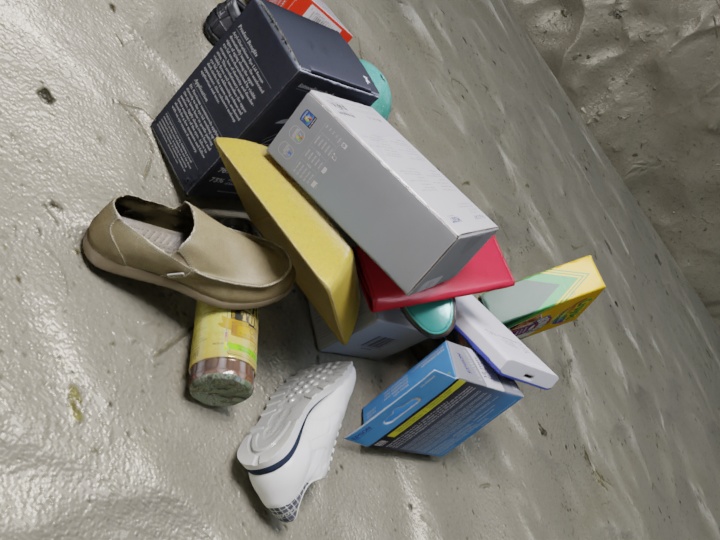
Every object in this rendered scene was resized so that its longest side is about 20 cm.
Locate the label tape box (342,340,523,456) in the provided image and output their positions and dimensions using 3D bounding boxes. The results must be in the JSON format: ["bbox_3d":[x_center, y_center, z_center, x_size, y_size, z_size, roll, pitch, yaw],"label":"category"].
[{"bbox_3d":[0.082,0.152,0.875,0.200,0.143,0.066,24,32,-46],"label":"label tape box"}]

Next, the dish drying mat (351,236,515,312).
[{"bbox_3d":[0.083,-0.003,0.817,0.199,0.018,0.077,-8,67,-33],"label":"dish drying mat"}]

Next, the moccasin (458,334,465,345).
[{"bbox_3d":[0.122,0.034,1.124,0.078,0.074,0.202,17,41,-40],"label":"moccasin"}]

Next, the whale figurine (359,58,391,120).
[{"bbox_3d":[0.008,-0.289,1.181,0.159,0.104,0.200,55,30,-9],"label":"whale figurine"}]

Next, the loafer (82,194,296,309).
[{"bbox_3d":[-0.151,-0.018,0.679,0.199,0.068,0.076,10,49,-20],"label":"loafer"}]

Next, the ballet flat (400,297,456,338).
[{"bbox_3d":[0.052,-0.010,0.861,0.073,0.073,0.201,-9,68,-58],"label":"ballet flat"}]

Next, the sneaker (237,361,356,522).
[{"bbox_3d":[-0.054,0.164,0.755,0.081,0.076,0.200,65,33,-16],"label":"sneaker"}]

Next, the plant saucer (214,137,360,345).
[{"bbox_3d":[-0.062,-0.033,0.767,0.200,0.048,0.200,52,-11,18],"label":"plant saucer"}]

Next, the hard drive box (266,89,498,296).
[{"bbox_3d":[0.028,-0.080,0.737,0.200,0.077,0.156,46,21,14],"label":"hard drive box"}]

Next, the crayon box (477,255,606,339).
[{"bbox_3d":[0.263,0.058,1.128,0.200,0.172,0.058,78,-6,-73],"label":"crayon box"}]

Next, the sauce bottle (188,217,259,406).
[{"bbox_3d":[-0.133,0.033,0.737,0.065,0.065,0.201,32,41,-39],"label":"sauce bottle"}]

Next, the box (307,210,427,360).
[{"bbox_3d":[0.000,0.000,0.934,0.124,0.097,0.201,18,51,-49],"label":"box"}]

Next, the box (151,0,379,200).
[{"bbox_3d":[-0.105,-0.177,0.810,0.148,0.200,0.105,0,54,-57],"label":"box"}]

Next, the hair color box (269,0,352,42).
[{"bbox_3d":[-0.100,-0.396,1.088,0.111,0.064,0.200,29,23,-43],"label":"hair color box"}]

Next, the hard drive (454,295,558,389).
[{"bbox_3d":[0.154,0.072,0.952,0.132,0.025,0.200,23,18,-46],"label":"hard drive"}]

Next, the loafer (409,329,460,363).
[{"bbox_3d":[0.068,0.061,1.022,0.070,0.075,0.200,-1,57,-51],"label":"loafer"}]

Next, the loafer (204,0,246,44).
[{"bbox_3d":[-0.123,-0.294,1.018,0.200,0.070,0.068,37,39,-33],"label":"loafer"}]
